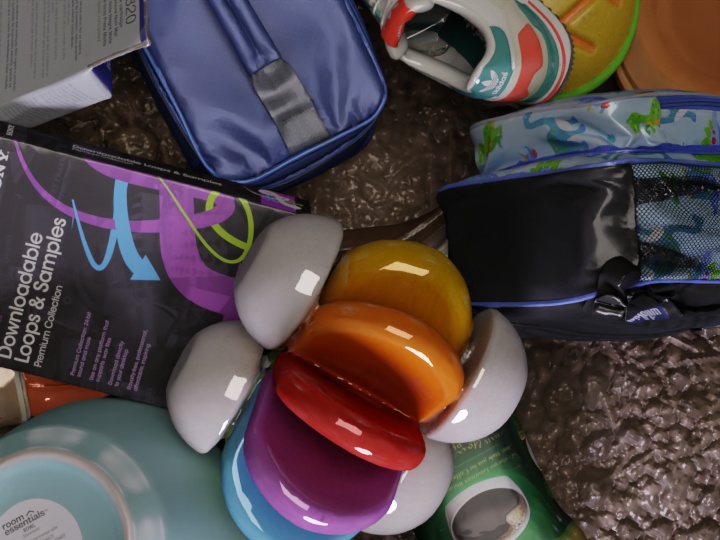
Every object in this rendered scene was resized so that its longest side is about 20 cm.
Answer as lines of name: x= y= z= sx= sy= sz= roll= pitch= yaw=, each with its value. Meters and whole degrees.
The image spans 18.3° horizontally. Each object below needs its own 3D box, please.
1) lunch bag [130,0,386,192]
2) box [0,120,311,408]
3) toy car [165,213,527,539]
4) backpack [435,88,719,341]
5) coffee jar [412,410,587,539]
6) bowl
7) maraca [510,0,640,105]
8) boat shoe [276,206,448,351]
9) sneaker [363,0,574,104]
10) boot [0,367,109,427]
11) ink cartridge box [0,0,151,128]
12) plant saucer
lunch bag: x=-0.072 y=-0.150 z=1.403 sx=0.136 sy=0.132 sz=0.200 roll=-28 pitch=88 yaw=-8
box: x=-0.143 y=0.004 z=1.345 sx=0.199 sy=0.036 sz=0.143 roll=14 pitch=107 yaw=-7
toy car: x=-0.012 y=0.082 z=1.270 sx=0.175 sy=0.150 sz=0.200 roll=28 pitch=123 yaw=-12
backpack: x=0.168 y=-0.033 z=1.357 sx=0.200 sy=0.183 sz=0.147 roll=4 pitch=82 yaw=-36
coffee jar: x=0.070 y=0.139 z=1.408 sx=0.104 sy=0.085 sz=0.200 roll=-26 pitch=86 yaw=-3
bowl: x=-0.168 y=0.167 z=1.306 sx=0.200 sy=0.105 sz=0.201 roll=-3 pitch=78 yaw=13
maraca: x=0.106 y=-0.204 z=1.437 sx=0.137 sy=0.107 sz=0.201 roll=-12 pitch=84 yaw=-5
boat shoe: x=0.000 y=0.000 z=1.422 sx=0.202 sy=0.075 sz=0.075 roll=-41 pitch=91 yaw=-7
sneaker: x=0.036 y=-0.169 z=1.362 sx=0.200 sy=0.093 sz=0.070 roll=44 pitch=121 yaw=27
boot: x=-0.195 y=-0.009 z=1.412 sx=0.107 sy=0.075 sz=0.201 roll=-10 pitch=92 yaw=-11
ink cartridge box: x=-0.195 y=-0.183 z=1.362 sx=0.200 sy=0.041 sz=0.200 roll=-17 pitch=62 yaw=30
plant saucer: x=0.256 y=-0.166 z=1.439 sx=0.200 sy=0.037 sz=0.201 roll=-7 pitch=63 yaw=13
